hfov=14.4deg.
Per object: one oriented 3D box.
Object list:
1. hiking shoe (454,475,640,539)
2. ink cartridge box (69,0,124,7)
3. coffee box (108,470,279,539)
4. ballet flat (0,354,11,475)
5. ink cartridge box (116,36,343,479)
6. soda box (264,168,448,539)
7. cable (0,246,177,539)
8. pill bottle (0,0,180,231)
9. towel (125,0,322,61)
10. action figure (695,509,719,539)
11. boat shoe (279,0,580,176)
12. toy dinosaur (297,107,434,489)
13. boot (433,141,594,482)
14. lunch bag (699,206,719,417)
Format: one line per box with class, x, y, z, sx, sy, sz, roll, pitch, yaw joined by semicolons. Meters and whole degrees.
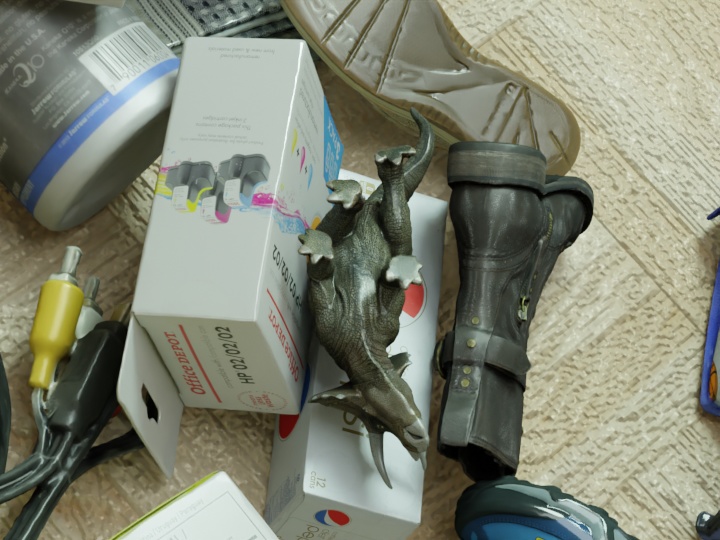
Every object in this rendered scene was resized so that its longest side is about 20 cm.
hiking shoe;0.121;0.190;1.478;0.200;0.074;0.087;41;53;2
ink cartridge box;-0.204;-0.222;1.427;0.199;0.084;0.146;8;55;-10
coffee box;-0.103;0.247;1.263;0.200;0.200;0.198;-33;79;-34
ballet flat;-0.216;0.046;1.433;0.066;0.057;0.201;19;55;-49
ink cartridge box;-0.063;-0.004;1.444;0.068;0.115;0.201;3;65;13
soda box;-0.002;0.051;1.510;0.068;0.064;0.201;16;57;-16
cable;-0.155;0.089;1.428;0.097;0.050;0.200;53;50;-34
pill bottle;-0.189;-0.128;1.497;0.200;0.114;0.114;46;54;6
towel;-0.095;-0.194;1.628;0.192;0.035;0.200;-19;71;-32
action figure;0.288;0.116;1.527;0.199;0.194;0.105;19;55;18
boat shoe;0.030;-0.111;1.612;0.200;0.065;0.071;38;75;-10
toy dinosaur;0.000;0.000;1.452;0.077;0.102;0.201;4;50;-7
boot;0.074;0.029;1.536;0.069;0.200;0.175;3;83;18
lunch bag;0.280;-0.021;1.617;0.124;0.170;0.201;24;56;-16
